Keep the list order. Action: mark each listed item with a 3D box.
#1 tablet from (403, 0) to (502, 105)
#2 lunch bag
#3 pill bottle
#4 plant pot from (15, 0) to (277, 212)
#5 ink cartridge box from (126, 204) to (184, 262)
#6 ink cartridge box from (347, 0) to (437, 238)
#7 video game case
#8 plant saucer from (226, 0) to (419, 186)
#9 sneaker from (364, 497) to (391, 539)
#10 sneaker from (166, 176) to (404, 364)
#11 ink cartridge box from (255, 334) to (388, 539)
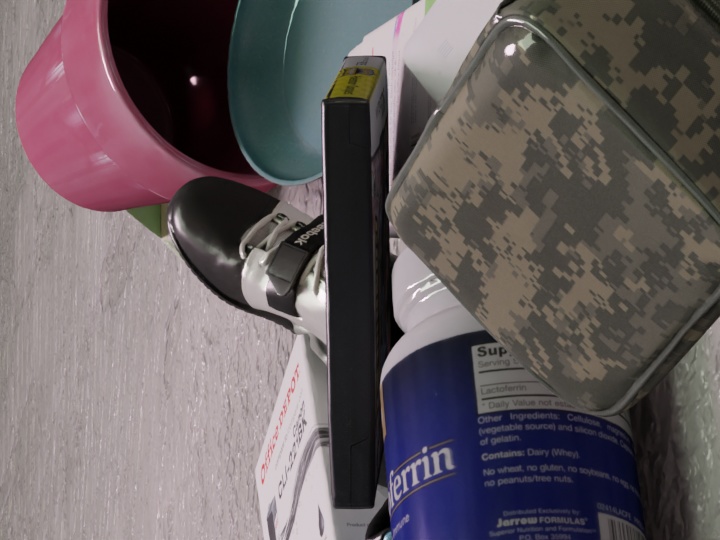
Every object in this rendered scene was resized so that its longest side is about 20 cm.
[{"bbox_3d":[0.089,-0.113,1.279,0.130,0.014,0.200,-52,33,12],"label":"tablet"},{"bbox_3d":[0.124,-0.062,1.023,0.168,0.139,0.200,-44,-8,-27],"label":"lunch bag"},{"bbox_3d":[0.069,0.085,1.236,0.116,0.115,0.201,119,151,-57],"label":"pill bottle"},{"bbox_3d":[-0.138,-0.127,1.826,0.179,0.199,0.202,-24,62,50],"label":"plant pot"},{"bbox_3d":[-0.133,-0.091,1.996,0.200,0.048,0.147,50,-144,-66],"label":"ink cartridge box"},{"bbox_3d":[0.047,-0.080,1.469,0.200,0.067,0.118,163,108,-73],"label":"ink cartridge box"},{"bbox_3d":[0.000,0.000,1.367,0.181,0.025,0.202,-75,-16,-79],"label":"video game case"},{"bbox_3d":[-0.015,-0.148,1.682,0.199,0.036,0.202,-23,61,49],"label":"plant saucer"},{"bbox_3d":[0.042,0.150,1.396,0.078,0.089,0.202,-140,52,-71],"label":"sneaker"},{"bbox_3d":[-0.019,0.001,1.511,0.074,0.199,0.089,-51,-7,-28],"label":"sneaker"},{"bbox_3d":[0.000,0.152,1.563,0.145,0.083,0.201,108,159,-46],"label":"ink cartridge box"}]
